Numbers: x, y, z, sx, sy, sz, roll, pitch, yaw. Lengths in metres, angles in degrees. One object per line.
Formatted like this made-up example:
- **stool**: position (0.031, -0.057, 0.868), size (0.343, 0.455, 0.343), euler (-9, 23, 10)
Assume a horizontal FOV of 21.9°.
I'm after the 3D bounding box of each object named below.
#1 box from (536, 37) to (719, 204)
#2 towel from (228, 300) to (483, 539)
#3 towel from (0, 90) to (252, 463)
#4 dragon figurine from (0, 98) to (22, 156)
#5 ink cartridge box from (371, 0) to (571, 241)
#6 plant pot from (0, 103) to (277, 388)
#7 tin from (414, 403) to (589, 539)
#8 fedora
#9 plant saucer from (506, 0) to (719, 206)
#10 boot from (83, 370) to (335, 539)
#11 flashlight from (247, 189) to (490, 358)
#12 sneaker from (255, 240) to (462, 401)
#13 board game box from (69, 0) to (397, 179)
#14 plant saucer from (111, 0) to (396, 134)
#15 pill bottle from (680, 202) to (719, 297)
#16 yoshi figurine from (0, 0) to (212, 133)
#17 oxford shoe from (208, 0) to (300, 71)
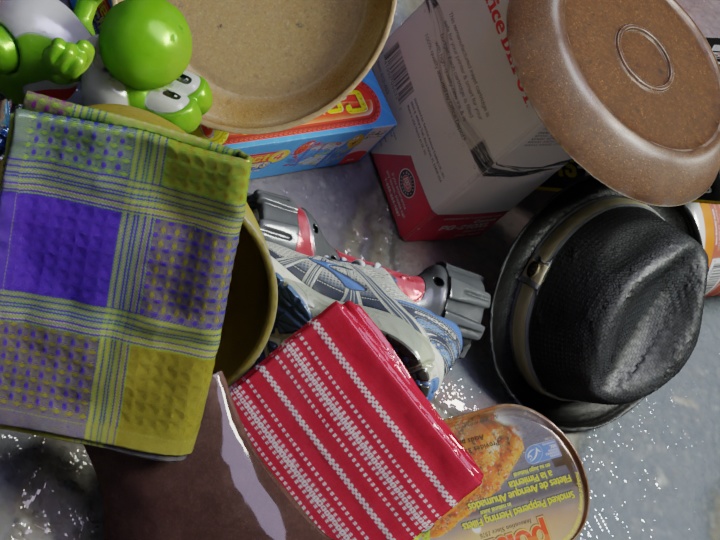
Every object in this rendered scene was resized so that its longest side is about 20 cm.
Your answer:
- **box**: position (0.212, -0.125, 1.475), size (0.160, 0.199, 0.050), euler (-59, 145, -43)
- **towel**: position (-0.040, 0.131, 1.146), size (0.145, 0.200, 0.022), euler (51, 8, 3)
- **towel**: position (-0.145, 0.011, 1.051), size (0.143, 0.201, 0.023), euler (14, 20, -3)
- **dragon figurine**: position (-0.276, -0.050, 1.154), size (0.099, 0.059, 0.201), euler (32, 47, -15)
- **ink cartridge box**: position (0.092, -0.132, 1.375), size (0.084, 0.200, 0.146), euler (-4, 66, -37)
- **plant pot**: position (-0.155, -0.022, 1.157), size (0.199, 0.200, 0.142), euler (23, 31, -23)
- **tin**: position (0.076, 0.160, 1.298), size (0.199, 0.042, 0.112), euler (-9, 65, -39)
- **fedora**: position (0.193, 0.030, 1.360), size (0.199, 0.092, 0.202), euler (-6, 105, -25)
- **plant saucer**: position (0.189, -0.141, 1.295), size (0.199, 0.034, 0.201), euler (21, 51, -29)
- **boot**: position (-0.062, 0.141, 1.103), size (0.072, 0.199, 0.168), euler (-22, 98, -81)
- **flashlight**: position (0.000, 0.000, 1.320), size (0.199, 0.068, 0.068), euler (16, 45, -27)
- **sneaker**: position (-0.021, 0.027, 1.219), size (0.199, 0.077, 0.085), euler (29, 34, 22)
- **board game box**: position (-0.097, -0.166, 1.358), size (0.199, 0.056, 0.197), euler (-13, 71, -40)
- **plant saucer**: position (-0.069, -0.192, 1.256), size (0.201, 0.200, 0.035), euler (57, 10, 7)
- **pill bottle**: position (0.298, -0.036, 1.527), size (0.199, 0.112, 0.113), euler (-6, 67, -39)
- **yoshi figurine**: position (-0.187, -0.158, 1.211), size (0.199, 0.112, 0.113), euler (21, 86, 5)
- **oxford shoe**: position (-0.040, -0.224, 1.304), size (0.073, 0.071, 0.201), euler (27, 78, -13)
